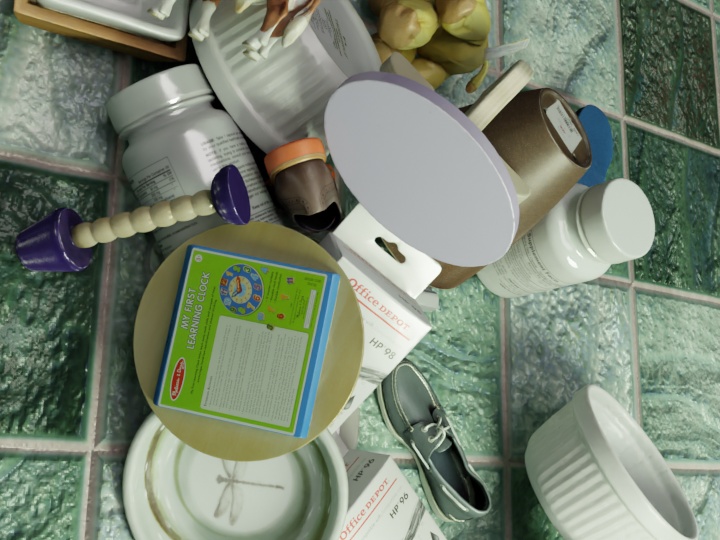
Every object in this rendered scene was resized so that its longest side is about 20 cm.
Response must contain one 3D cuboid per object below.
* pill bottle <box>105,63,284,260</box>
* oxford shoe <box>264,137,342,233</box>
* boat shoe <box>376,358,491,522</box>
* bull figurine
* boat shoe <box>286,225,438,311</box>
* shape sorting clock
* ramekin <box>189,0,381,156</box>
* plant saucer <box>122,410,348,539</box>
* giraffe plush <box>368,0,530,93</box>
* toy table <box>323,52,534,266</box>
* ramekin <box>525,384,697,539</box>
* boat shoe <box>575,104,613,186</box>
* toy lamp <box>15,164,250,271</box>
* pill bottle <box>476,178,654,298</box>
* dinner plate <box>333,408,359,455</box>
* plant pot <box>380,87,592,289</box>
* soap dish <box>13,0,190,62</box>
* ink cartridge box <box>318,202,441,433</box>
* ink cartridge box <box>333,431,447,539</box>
[{"bbox_3d":[-0.149,-0.079,0.810,0.113,0.113,0.201,-28,97,-36],"label":"pill bottle"},{"bbox_3d":[-0.052,-0.065,0.840,0.071,0.200,0.073,-20,83,1],"label":"oxford shoe"},{"bbox_3d":[0.083,0.181,0.950,0.073,0.062,0.201,-28,96,-36],"label":"boat shoe"},{"bbox_3d":[-0.110,-0.254,0.749,0.065,0.200,0.122,23,92,-55],"label":"bull figurine"},{"bbox_3d":[0.000,0.000,0.930,0.199,0.072,0.066,13,76,-25],"label":"boat shoe"},{"bbox_3d":[-0.095,0.058,0.737,0.199,0.039,0.201,0,85,4],"label":"shape sorting clock"},{"bbox_3d":[-0.061,-0.210,0.854,0.200,0.105,0.201,45,29,-34],"label":"ramekin"},{"bbox_3d":[-0.108,0.191,0.781,0.199,0.050,0.201,0,95,5],"label":"plant saucer"},{"bbox_3d":[0.075,-0.304,1.008,0.199,0.173,0.163,-12,66,-26],"label":"giraffe plush"},{"bbox_3d":[0.071,-0.110,0.787,0.200,0.184,0.117,54,37,-15],"label":"toy table"},{"bbox_3d":[0.277,0.241,0.995,0.200,0.105,0.200,43,22,-22],"label":"ramekin"},{"bbox_3d":[0.279,-0.127,1.156,0.084,0.069,0.201,27,65,-19],"label":"boat shoe"},{"bbox_3d":[-0.194,-0.039,0.738,0.058,0.199,0.058,-12,90,-80],"label":"toy lamp"},{"bbox_3d":[0.231,-0.039,1.017,0.114,0.200,0.115,9,74,-34],"label":"pill bottle"},{"bbox_3d":[-0.079,0.147,0.868,0.200,0.024,0.201,9,75,-35],"label":"dinner plate"},{"bbox_3d":[0.136,-0.105,0.933,0.187,0.200,0.188,30,45,-36],"label":"plant pot"},{"bbox_3d":[-0.237,-0.301,0.817,0.157,0.081,0.201,10,75,-33],"label":"soap dish"},{"bbox_3d":[-0.020,0.050,0.807,0.116,0.067,0.200,38,101,-22],"label":"ink cartridge box"},{"bbox_3d":[0.005,0.260,0.859,0.116,0.068,0.200,-47,115,-33],"label":"ink cartridge box"}]
